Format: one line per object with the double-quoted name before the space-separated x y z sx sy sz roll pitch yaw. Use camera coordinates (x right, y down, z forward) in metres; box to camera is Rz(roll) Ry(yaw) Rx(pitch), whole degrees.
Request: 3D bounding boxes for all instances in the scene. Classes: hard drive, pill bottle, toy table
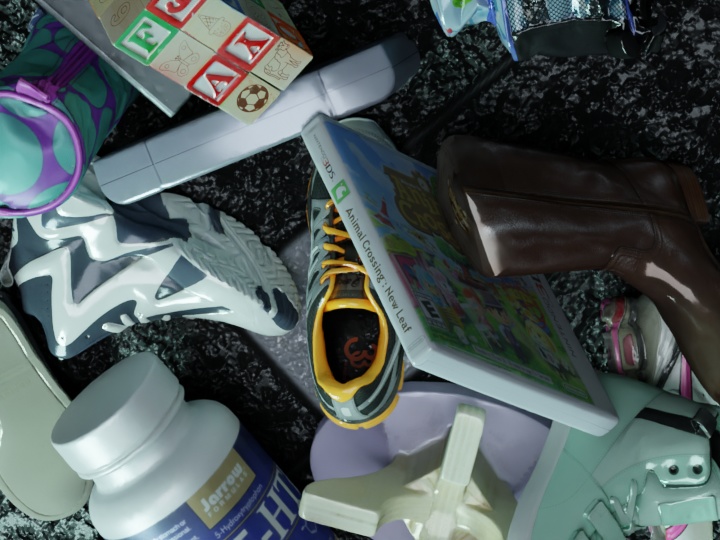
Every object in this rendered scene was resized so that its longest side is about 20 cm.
"hard drive" -0.172 -0.186 1.470 0.200 0.140 0.033 40 108 -9
"pill bottle" -0.110 0.157 1.593 0.119 0.120 0.200 -34 109 16
"toy table" 0.060 0.155 1.587 0.199 0.117 0.185 3 110 5

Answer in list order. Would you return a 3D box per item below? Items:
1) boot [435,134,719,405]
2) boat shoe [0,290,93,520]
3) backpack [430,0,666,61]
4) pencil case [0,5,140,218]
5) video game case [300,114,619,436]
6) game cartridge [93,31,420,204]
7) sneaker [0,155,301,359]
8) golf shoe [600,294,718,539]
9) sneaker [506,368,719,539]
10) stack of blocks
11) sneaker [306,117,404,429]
"boot" 0.142 0.003 1.457 0.199 0.187 0.064 5 143 -37
"boat shoe" -0.233 0.083 1.619 0.072 0.063 0.201 -22 126 -3
"backpack" 0.099 -0.232 1.406 0.146 0.183 0.201 -4 105 6
"pencil case" -0.189 -0.103 1.470 0.085 0.200 0.093 27 113 -4
"video game case" 0.062 0.004 1.443 0.022 0.182 0.200 -41 144 22
"game cartridge" -0.063 -0.095 1.497 0.199 0.133 0.042 -21 100 13
"sneaker" -0.148 0.016 1.581 0.198 0.080 0.130 24 123 -16
"golf shoe" 0.216 0.108 1.577 0.092 0.073 0.201 -10 109 7
"sneaker" 0.162 0.157 1.470 0.118 0.201 0.074 9 154 24
"stack of blocks" -0.117 -0.187 1.435 0.059 0.200 0.115 -46 134 17
"sneaker" 0.000 0.000 1.534 0.078 0.077 0.201 -3 84 9
